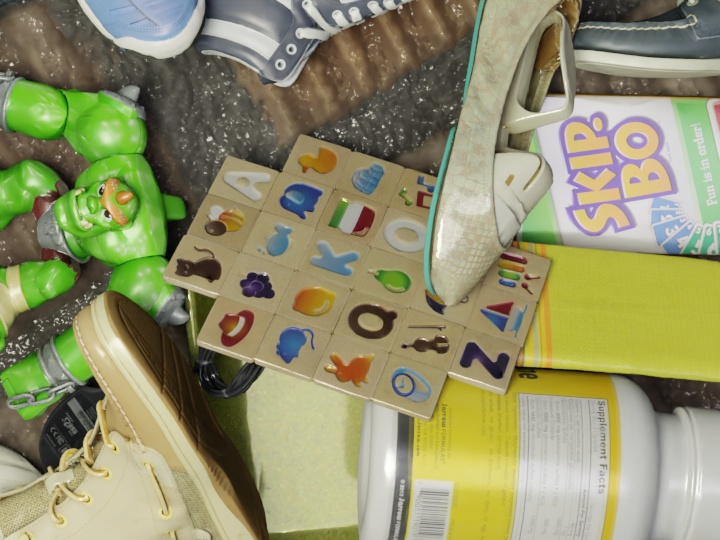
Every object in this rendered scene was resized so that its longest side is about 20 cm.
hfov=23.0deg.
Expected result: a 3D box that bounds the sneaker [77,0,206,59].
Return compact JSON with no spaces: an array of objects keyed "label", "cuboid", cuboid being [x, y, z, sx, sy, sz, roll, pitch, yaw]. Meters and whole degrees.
[{"label":"sneaker","cuboid":[-0.140,-0.212,0.982,0.076,0.077,0.200,-20,80,-6]}]

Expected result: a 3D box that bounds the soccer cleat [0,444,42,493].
[{"label":"soccer cleat","cuboid":[-0.252,0.111,1.038,0.069,0.078,0.200,-44,97,3]}]

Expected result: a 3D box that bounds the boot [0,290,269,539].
[{"label":"boot","cuboid":[-0.154,0.111,0.975,0.155,0.073,0.200,-20,131,7]}]

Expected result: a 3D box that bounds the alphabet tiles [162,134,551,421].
[{"label":"alphabet tiles","cuboid":[0.000,0.000,0.992,0.199,0.006,0.167,18,51,6]}]

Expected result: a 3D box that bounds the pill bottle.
[{"label":"pill bottle","cuboid":[0.101,0.111,0.991,0.199,0.112,0.112,4,96,-4]}]

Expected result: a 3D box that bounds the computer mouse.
[{"label":"computer mouse","cuboid":[-0.115,0.071,1.031,0.200,0.034,0.059,-34,89,28]}]

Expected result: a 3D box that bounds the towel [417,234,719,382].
[{"label":"towel","cuboid":[0.131,0.025,1.006,0.199,0.018,0.086,5,52,-4]}]

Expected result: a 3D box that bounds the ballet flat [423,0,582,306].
[{"label":"ballet flat","cuboid":[0.083,-0.076,0.980,0.062,0.067,0.201,5,72,24]}]

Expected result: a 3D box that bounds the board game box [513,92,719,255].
[{"label":"board game box","cuboid":[0.174,-0.058,1.068,0.199,0.030,0.096,1,96,-1]}]

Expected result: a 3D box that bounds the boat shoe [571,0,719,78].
[{"label":"boat shoe","cuboid":[0.217,-0.144,1.035,0.199,0.075,0.062,-1,98,-4]}]

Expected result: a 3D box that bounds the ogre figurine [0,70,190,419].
[{"label":"ogre figurine","cuboid":[-0.169,-0.028,1.021,0.120,0.098,0.201,-14,64,11]}]

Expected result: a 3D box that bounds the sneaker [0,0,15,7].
[{"label":"sneaker","cuboid":[-0.268,-0.140,1.014,0.202,0.146,0.077,-27,74,-38]}]

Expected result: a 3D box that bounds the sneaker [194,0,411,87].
[{"label":"sneaker","cuboid":[-0.003,-0.157,1.023,0.199,0.070,0.109,5,92,3]}]

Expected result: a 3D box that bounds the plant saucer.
[{"label":"plant saucer","cuboid":[0.001,0.087,1.064,0.199,0.048,0.201,-5,96,-2]}]
